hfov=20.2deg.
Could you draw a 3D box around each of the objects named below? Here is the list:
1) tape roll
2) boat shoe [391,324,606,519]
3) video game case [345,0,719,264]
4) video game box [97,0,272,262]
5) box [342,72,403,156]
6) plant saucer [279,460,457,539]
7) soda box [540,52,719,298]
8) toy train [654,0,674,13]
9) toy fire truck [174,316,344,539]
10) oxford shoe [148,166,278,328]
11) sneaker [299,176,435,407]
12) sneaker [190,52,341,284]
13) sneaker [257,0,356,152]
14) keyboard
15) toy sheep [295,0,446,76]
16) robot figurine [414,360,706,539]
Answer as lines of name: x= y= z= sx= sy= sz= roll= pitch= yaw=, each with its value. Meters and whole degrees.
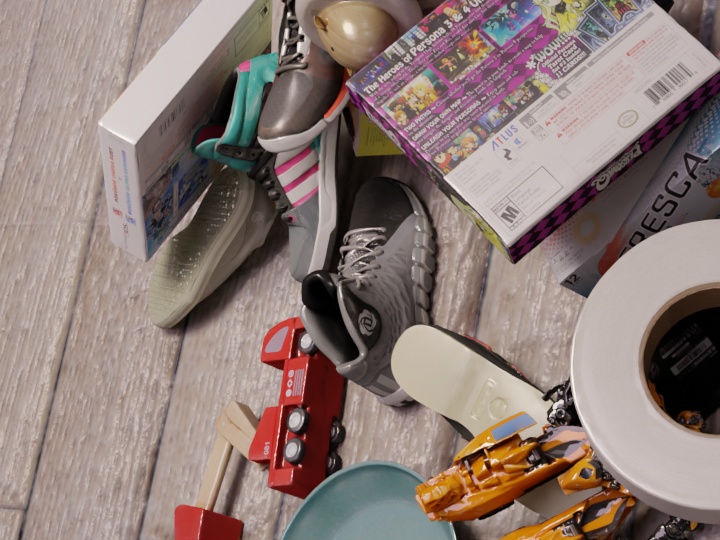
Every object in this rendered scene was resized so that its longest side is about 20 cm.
tape roll: x=0.237 y=0.064 z=1.322 sx=0.201 sy=0.037 sz=0.204 roll=-5 pitch=67 yaw=13
boat shoe: x=0.109 y=0.110 z=1.473 sx=0.201 sy=0.063 sz=0.074 roll=40 pitch=104 yaw=31
video game case: x=0.121 y=-0.129 z=1.404 sx=0.200 sy=0.036 sz=0.181 roll=-40 pitch=64 yaw=-9
video game box: x=-0.143 y=-0.132 z=1.707 sx=0.047 sy=0.183 sz=0.200 roll=28 pitch=61 yaw=16
box: x=0.003 y=-0.184 z=1.672 sx=0.201 sy=0.050 sz=0.076 roll=-105 pitch=17 yaw=-48
plant saucer: x=0.008 y=0.246 z=1.534 sx=0.199 sy=0.036 sz=0.201 roll=-21 pitch=58 yaw=37
soda box: x=0.217 y=-0.064 z=1.444 sx=0.200 sy=0.063 sz=0.069 roll=-43 pitch=47 yaw=24
toy train: x=0.162 y=-0.132 z=1.523 sx=0.201 sy=0.085 sz=0.114 roll=-61 pitch=31 yaw=8
toy fire truck: x=-0.080 y=0.139 z=1.659 sx=0.140 sy=0.049 sz=0.202 roll=-10 pitch=65 yaw=42
oxford shoe: x=-0.129 y=-0.015 z=1.775 sx=0.200 sy=0.057 sz=0.076 roll=-51 pitch=46 yaw=37
sneaker: x=0.000 y=0.000 z=1.592 sx=0.075 sy=0.115 sz=0.201 roll=-27 pitch=55 yaw=34
sneaker: x=-0.080 y=-0.085 z=1.664 sx=0.084 sy=0.120 sz=0.202 roll=-139 pitch=50 yaw=-74
sneaker: x=-0.042 y=-0.186 z=1.583 sx=0.077 sy=0.082 sz=0.201 roll=0 pitch=57 yaw=42
keyboard: x=0.229 y=0.049 z=1.415 sx=0.200 sy=0.040 sz=0.104 roll=-43 pitch=70 yaw=21
toy sheep: x=0.014 y=-0.231 z=1.507 sx=0.137 sy=0.138 sz=0.201 roll=-19 pitch=44 yaw=38
robot figurine: x=0.145 y=0.148 z=1.381 sx=0.199 sy=0.058 sz=0.146 roll=-30 pitch=77 yaw=13
